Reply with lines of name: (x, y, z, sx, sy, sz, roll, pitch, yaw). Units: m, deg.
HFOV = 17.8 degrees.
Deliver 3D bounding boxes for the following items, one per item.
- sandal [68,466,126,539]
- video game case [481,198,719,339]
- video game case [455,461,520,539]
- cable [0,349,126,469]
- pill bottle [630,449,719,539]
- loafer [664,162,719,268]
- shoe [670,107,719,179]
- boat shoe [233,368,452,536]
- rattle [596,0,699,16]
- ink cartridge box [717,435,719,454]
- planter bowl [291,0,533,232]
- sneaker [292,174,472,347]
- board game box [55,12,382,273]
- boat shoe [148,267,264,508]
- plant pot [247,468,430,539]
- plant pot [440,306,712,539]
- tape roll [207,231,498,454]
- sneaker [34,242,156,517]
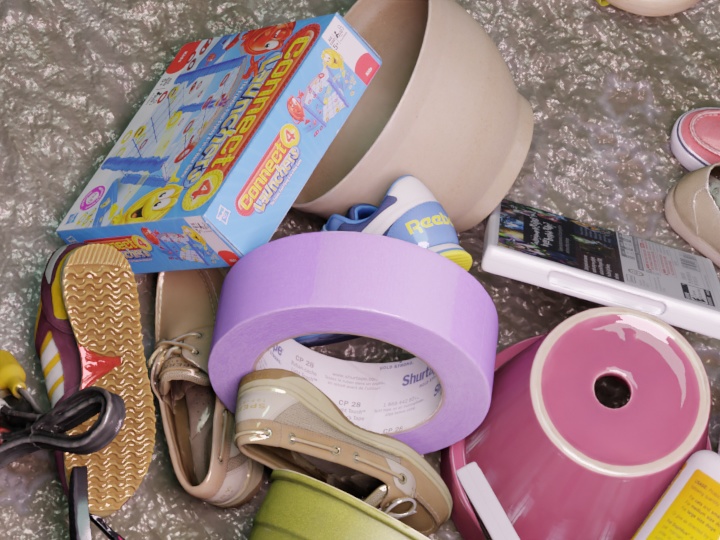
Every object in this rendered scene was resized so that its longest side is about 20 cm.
sandal: (-0.170, 0.234, 1.613, 0.045, 0.075, 0.200, -12, 79, -11)
video game case: (0.181, -0.004, 1.723, 0.182, 0.200, 0.023, 17, 103, 1)
video game case: (0.122, 0.234, 1.566, 0.017, 0.200, 0.143, -28, 51, -2)
cable: (-0.241, 0.108, 1.624, 0.050, 0.200, 0.097, 38, 74, -28)
pill bottle: (0.237, 0.198, 1.547, 0.109, 0.109, 0.200, 35, 89, 10)
loafer: (0.328, -0.014, 1.799, 0.200, 0.068, 0.076, 34, 65, 9)
shoe: (0.352, -0.101, 1.831, 0.200, 0.091, 0.071, 17, 64, 1)
boat shoe: (-0.013, 0.144, 1.636, 0.201, 0.073, 0.063, 41, 44, -34)
rattle: (0.278, -0.294, 1.892, 0.200, 0.143, 0.130, -3, 47, -2)
ink cartridge box: (0.337, 0.166, 1.683, 0.145, 0.084, 0.200, 23, 62, -22)
planter bowl: (0.046, -0.109, 1.755, 0.135, 0.200, 0.200, 28, 61, -23)
sneaker: (0.000, 0.000, 1.690, 0.074, 0.200, 0.082, -8, 72, -46)
board game box: (-0.107, -0.091, 1.716, 0.056, 0.196, 0.200, 46, 61, -28)
boat shoe: (-0.118, 0.073, 1.689, 0.071, 0.065, 0.200, -24, 66, 23)
plant pot: (-0.023, 0.269, 1.568, 0.200, 0.200, 0.193, 30, 77, 7)
plant pot: (0.168, 0.119, 1.655, 0.200, 0.179, 0.200, 3, 65, -6)
tape roll: (-0.005, 0.056, 1.625, 0.200, 0.200, 0.066, 11, 55, -2)
sneaker: (-0.198, 0.080, 1.693, 0.075, 0.090, 0.200, 0, 89, -24)
